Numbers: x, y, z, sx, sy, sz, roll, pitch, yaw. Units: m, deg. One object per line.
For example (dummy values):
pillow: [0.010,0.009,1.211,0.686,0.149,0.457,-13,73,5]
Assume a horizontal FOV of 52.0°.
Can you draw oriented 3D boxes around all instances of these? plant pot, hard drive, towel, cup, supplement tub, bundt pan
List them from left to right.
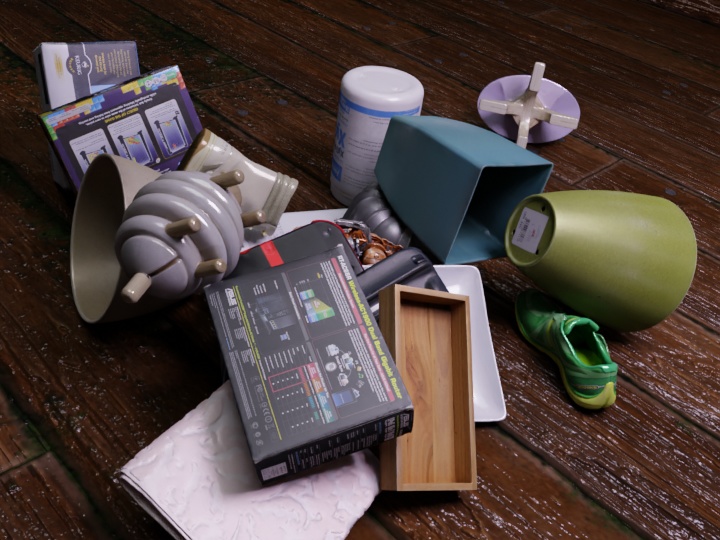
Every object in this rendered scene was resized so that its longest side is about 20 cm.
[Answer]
cup: [-0.257,-0.033,0.909,0.143,0.201,0.200,5,31,-38]
towel: [-0.090,0.195,0.698,0.191,0.032,0.200,42,44,9]
hard drive: [-0.076,-0.042,1.078,0.199,0.027,0.132,-6,39,-19]
supplement tub: [0.023,-0.211,1.181,0.131,0.201,0.132,6,35,-4]
bundt pan: [0.071,-0.062,1.062,0.201,0.076,0.202,15,34,-11]
plant pot: [0.119,-0.124,0.993,0.141,0.142,0.200,-8,38,-39]
plant pot: [0.290,-0.028,0.954,0.199,0.188,0.187,12,31,-29]

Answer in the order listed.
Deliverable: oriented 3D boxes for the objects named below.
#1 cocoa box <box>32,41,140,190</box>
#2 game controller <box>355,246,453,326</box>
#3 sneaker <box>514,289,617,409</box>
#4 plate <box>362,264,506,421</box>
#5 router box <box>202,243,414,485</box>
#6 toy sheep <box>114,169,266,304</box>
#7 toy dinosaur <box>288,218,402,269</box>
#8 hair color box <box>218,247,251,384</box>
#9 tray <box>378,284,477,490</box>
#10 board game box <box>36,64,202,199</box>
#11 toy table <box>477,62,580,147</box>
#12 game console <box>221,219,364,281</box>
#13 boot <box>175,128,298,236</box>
cocoa box: [-0.396,-0.232,1.094,0.131,0.201,0.133,-11,16,-26]
game controller: [0.011,0.056,0.810,0.199,0.042,0.105,-30,91,-19]
sneaker: [0.266,0.082,0.933,0.074,0.084,0.200,-7,38,-20]
plate: [0.060,0.088,0.874,0.199,0.032,0.201,0,63,-13]
router box: [-0.054,0.084,0.711,0.149,0.062,0.201,-17,55,-10]
toy sheep: [-0.183,-0.036,0.760,0.137,0.138,0.200,19,38,14]
toy dinosaur: [0.000,0.000,0.936,0.199,0.136,0.102,20,33,2]
hair color box: [-0.125,0.052,0.906,0.099,0.061,0.200,2,37,-16]
tray: [0.068,0.121,0.759,0.098,0.037,0.201,9,72,-30]
board game box: [-0.321,-0.176,1.039,0.199,0.166,0.057,-28,26,-23]
toy table: [0.323,-0.306,1.414,0.199,0.185,0.117,1,18,10]
game console: [-0.061,0.051,0.830,0.176,0.031,0.201,-25,75,-18]
boot: [-0.192,-0.085,1.017,0.154,0.200,0.072,25,39,-22]
